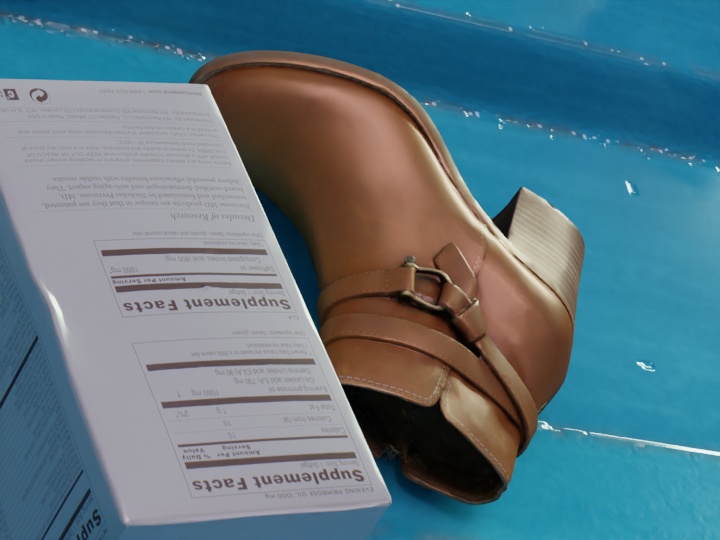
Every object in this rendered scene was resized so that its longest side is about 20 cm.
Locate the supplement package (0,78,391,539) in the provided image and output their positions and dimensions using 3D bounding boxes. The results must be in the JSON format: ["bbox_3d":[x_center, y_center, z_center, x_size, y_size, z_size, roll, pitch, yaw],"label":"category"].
[{"bbox_3d":[-0.089,0.040,0.996,0.109,0.114,0.201,-1,52,-33],"label":"supplement package"}]

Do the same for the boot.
[{"bbox_3d":[0.000,0.000,1.130,0.199,0.074,0.155,26,44,-4],"label":"boot"}]
